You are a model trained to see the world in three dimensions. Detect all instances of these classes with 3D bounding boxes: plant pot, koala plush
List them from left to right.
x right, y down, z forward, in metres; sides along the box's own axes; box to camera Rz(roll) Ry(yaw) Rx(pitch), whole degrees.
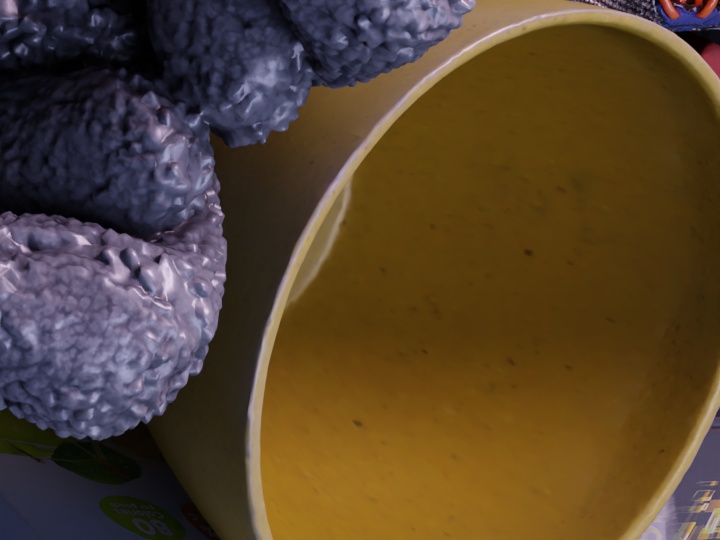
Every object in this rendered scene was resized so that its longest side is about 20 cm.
[{"bbox_3d":[-0.108,-0.091,0.764,0.200,0.184,0.178,33,97,-27],"label":"koala plush"},{"bbox_3d":[0.000,0.000,0.898,0.200,0.142,0.201,-20,122,-36],"label":"plant pot"}]

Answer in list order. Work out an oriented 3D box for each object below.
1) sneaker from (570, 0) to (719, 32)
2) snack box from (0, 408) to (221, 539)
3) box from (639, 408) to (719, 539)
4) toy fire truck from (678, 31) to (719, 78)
[{"bbox_3d":[0.139,-0.111,0.993,0.199,0.078,0.076,-13,127,-33],"label":"sneaker"},{"bbox_3d":[-0.046,0.113,0.911,0.168,0.200,0.068,11,113,-45],"label":"snack box"},{"bbox_3d":[0.145,0.141,1.014,0.160,0.049,0.201,0,99,-3],"label":"box"},{"bbox_3d":[0.138,-0.006,1.035,0.141,0.049,0.200,37,94,-9],"label":"toy fire truck"}]
